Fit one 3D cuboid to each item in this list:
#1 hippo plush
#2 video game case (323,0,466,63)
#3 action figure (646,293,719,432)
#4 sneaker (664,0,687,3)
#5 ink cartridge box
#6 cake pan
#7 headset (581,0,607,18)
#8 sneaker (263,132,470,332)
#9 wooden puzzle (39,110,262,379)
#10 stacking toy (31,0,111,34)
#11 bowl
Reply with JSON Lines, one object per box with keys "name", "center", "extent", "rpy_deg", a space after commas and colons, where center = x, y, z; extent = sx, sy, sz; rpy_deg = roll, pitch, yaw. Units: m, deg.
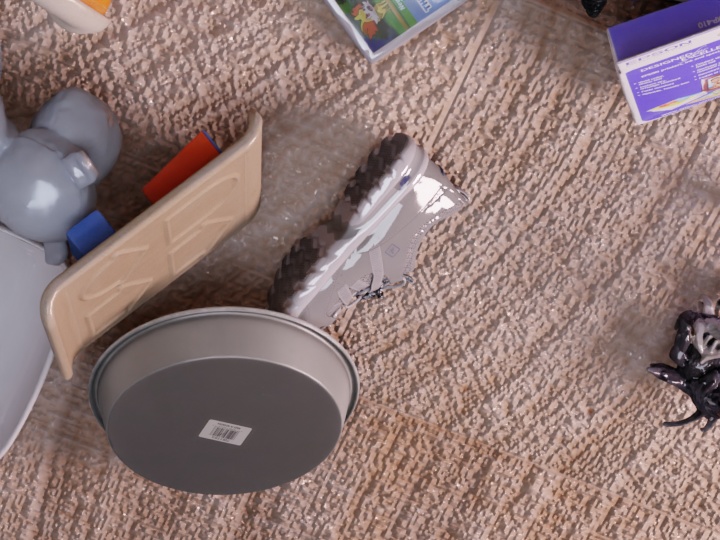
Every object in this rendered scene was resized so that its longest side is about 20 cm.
{"name": "hippo plush", "center": [-0.244, -0.096, 1.642], "extent": [0.160, 0.200, 0.160], "rpy_deg": [21, 133, 6]}
{"name": "video game case", "center": [0.025, -0.270, 1.681], "extent": [0.182, 0.022, 0.200], "rpy_deg": [-33, 112, 12]}
{"name": "action figure", "center": [0.286, 0.047, 1.787], "extent": [0.118, 0.102, 0.201], "rpy_deg": [13, 112, -20]}
{"name": "sneaker", "center": [0.211, -0.244, 1.666], "extent": [0.115, 0.081, 0.200], "rpy_deg": [-31, 113, 9]}
{"name": "ink cartridge box", "center": [0.266, -0.166, 1.646], "extent": [0.197, 0.200, 0.044], "rpy_deg": [-19, 80, 7]}
{"name": "cake pan", "center": [-0.099, 0.101, 1.785], "extent": [0.199, 0.037, 0.201], "rpy_deg": [-2, 141, -2]}
{"name": "headset", "center": [0.120, -0.255, 1.610], "extent": [0.123, 0.094, 0.200], "rpy_deg": [-20, 144, 11]}
{"name": "sneaker", "center": [0.000, 0.000, 1.769], "extent": [0.082, 0.075, 0.200], "rpy_deg": [33, 111, -20]}
{"name": "wooden puzzle", "center": [-0.147, -0.023, 1.678], "extent": [0.200, 0.185, 0.046], "rpy_deg": [-42, 81, -12]}
{"name": "stacking toy", "center": [-0.185, -0.273, 1.630], "extent": [0.146, 0.146, 0.200], "rpy_deg": [32, 93, -15]}
{"name": "bowl", "center": [-0.318, 0.030, 1.772], "extent": [0.199, 0.075, 0.201], "rpy_deg": [21, 111, -11]}
